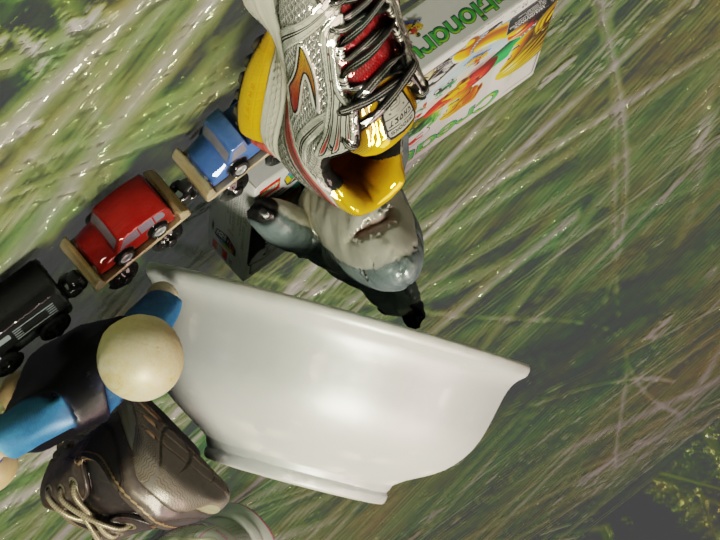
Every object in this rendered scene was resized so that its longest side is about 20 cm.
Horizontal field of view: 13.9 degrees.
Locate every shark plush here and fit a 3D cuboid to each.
[{"bbox_3d":[0.000,0.000,1.470,0.091,0.083,0.200,-35,165,-17],"label":"shark plush"}]

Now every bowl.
[{"bbox_3d":[-0.022,0.063,1.488,0.201,0.201,0.090,26,79,-76],"label":"bowl"}]

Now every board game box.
[{"bbox_3d":[0.011,-0.083,1.490,0.200,0.035,0.126,-36,166,-16],"label":"board game box"}]

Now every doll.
[{"bbox_3d":[-0.134,0.053,1.401,0.136,0.048,0.200,-41,-174,-27],"label":"doll"}]

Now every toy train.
[{"bbox_3d":[-0.108,-0.022,1.376,0.200,0.034,0.046,-38,156,-5],"label":"toy train"}]

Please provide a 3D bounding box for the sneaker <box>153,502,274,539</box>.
[{"bbox_3d":[-0.150,0.238,2.030,0.200,0.081,0.088,-50,165,5],"label":"sneaker"}]

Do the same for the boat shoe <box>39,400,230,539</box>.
[{"bbox_3d":[-0.117,0.108,1.477,0.073,0.074,0.200,-45,-173,-2],"label":"boat shoe"}]

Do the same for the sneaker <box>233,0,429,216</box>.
[{"bbox_3d":[-0.001,-0.100,1.274,0.078,0.082,0.200,-35,155,-21],"label":"sneaker"}]
